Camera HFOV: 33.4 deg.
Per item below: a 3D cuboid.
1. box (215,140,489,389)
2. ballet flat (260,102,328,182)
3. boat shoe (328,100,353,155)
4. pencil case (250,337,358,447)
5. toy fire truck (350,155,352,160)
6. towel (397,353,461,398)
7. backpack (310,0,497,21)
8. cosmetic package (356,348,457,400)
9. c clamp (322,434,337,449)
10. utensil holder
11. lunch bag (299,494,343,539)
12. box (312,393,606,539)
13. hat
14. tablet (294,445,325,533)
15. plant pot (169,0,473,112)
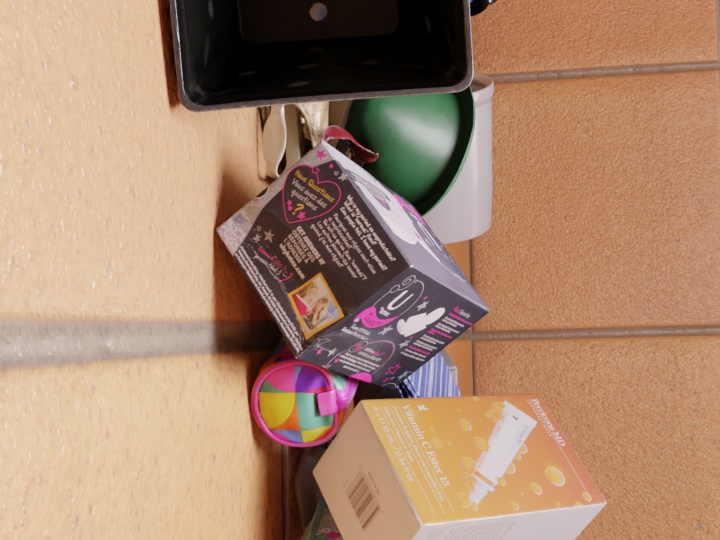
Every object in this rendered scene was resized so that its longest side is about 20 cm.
[{"bbox_3d":[0.001,0.000,0.955,0.132,0.115,0.200,56,11,23],"label":"box"},{"bbox_3d":[-0.059,-0.076,1.058,0.065,0.070,0.200,-25,113,-50],"label":"ballet flat"},{"bbox_3d":[0.008,-0.199,1.225,0.072,0.060,0.202,-117,-139,-51],"label":"boat shoe"},{"bbox_3d":[-0.035,0.082,1.058,0.200,0.088,0.088,-59,146,-69],"label":"pencil case"},{"bbox_3d":[0.016,-0.187,1.395,0.168,0.112,0.200,114,-14,-51],"label":"toy fire truck"},{"bbox_3d":[0.061,0.108,1.145,0.200,0.024,0.145,62,18,-22],"label":"towel"},{"bbox_3d":[0.004,-0.269,1.065,0.191,0.154,0.200,-50,-132,49],"label":"backpack"},{"bbox_3d":[0.044,0.115,1.329,0.200,0.090,0.107,-110,-163,-66],"label":"cosmetic package"},{"bbox_3d":[0.036,0.188,1.163,0.027,0.171,0.200,-66,153,-4],"label":"c clamp"},{"bbox_3d":[0.095,-0.154,1.612,0.170,0.170,0.200,-68,157,-66],"label":"utensil holder"},{"bbox_3d":[0.024,0.274,1.064,0.200,0.170,0.122,-57,165,-71],"label":"lunch bag"},{"bbox_3d":[0.083,0.182,1.005,0.097,0.200,0.124,-59,-135,34],"label":"box"},{"bbox_3d":[-0.006,-0.143,1.111,0.176,0.200,0.166,17,71,-32],"label":"hat"},{"bbox_3d":[-0.038,0.250,1.217,0.130,0.014,0.200,-76,162,-58],"label":"tablet"},{"bbox_3d":[-0.034,-0.228,0.870,0.177,0.200,0.200,-106,-169,-77],"label":"plant pot"}]
